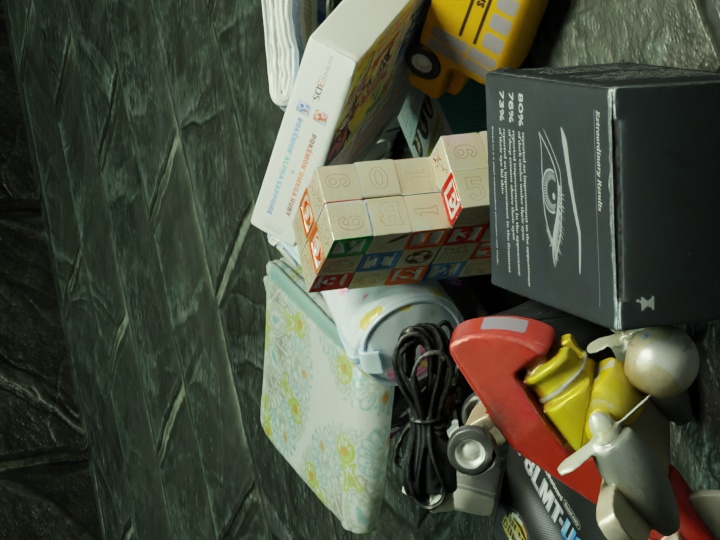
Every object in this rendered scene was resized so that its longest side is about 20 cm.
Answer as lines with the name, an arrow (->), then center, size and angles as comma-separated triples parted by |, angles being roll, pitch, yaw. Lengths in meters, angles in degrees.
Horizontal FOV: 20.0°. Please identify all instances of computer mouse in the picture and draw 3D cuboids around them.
computer mouse -> 0.113, 0.074, 1.357 | 0.053, 0.200, 0.139 | 29, 133, 46

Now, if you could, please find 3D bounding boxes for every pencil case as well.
pencil case -> 0.000, 0.000, 1.547 | 0.200, 0.090, 0.083 | -126, 33, -46

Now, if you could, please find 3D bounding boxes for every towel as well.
towel -> -0.045, -0.184, 1.544 | 0.200, 0.024, 0.148 | 18, -113, -81
towel -> -0.027, 0.095, 1.678 | 0.200, 0.048, 0.172 | -137, 44, -55

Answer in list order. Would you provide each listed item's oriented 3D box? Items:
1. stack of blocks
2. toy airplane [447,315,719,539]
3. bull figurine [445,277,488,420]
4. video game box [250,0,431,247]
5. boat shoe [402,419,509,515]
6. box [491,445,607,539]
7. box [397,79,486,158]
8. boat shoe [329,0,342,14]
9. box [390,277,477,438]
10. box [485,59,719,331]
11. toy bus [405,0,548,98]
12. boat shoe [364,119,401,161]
stack of blocks -> 0.063, -0.043, 1.437 | 0.115, 0.199, 0.059 | 116, 144, -60
toy airplane -> 0.167, 0.100, 1.246 | 0.141, 0.199, 0.200 | -56, 45, 21
bull figurine -> 0.064, 0.086, 1.696 | 0.200, 0.065, 0.122 | 98, 153, -43
video game box -> -0.002, -0.141, 1.510 | 0.200, 0.047, 0.183 | -54, -9, -47
boat shoe -> 0.083, 0.144, 1.563 | 0.200, 0.072, 0.069 | 3, -79, -73
box -> 0.160, 0.182, 1.458 | 0.200, 0.049, 0.199 | -118, 26, -49
box -> 0.074, -0.112, 1.621 | 0.082, 0.049, 0.200 | 103, 154, -47
boat shoe -> 0.003, -0.259, 1.559 | 0.075, 0.068, 0.200 | 50, 161, 43
box -> 0.030, 0.037, 1.637 | 0.200, 0.036, 0.143 | 129, 130, -57
box -> 0.162, -0.052, 1.282 | 0.200, 0.104, 0.149 | -154, 61, -69
toy bus -> 0.094, -0.202, 1.471 | 0.065, 0.078, 0.200 | -54, -11, -37
boat shoe -> 0.000, -0.102, 1.839 | 0.200, 0.073, 0.066 | 145, 113, -81
